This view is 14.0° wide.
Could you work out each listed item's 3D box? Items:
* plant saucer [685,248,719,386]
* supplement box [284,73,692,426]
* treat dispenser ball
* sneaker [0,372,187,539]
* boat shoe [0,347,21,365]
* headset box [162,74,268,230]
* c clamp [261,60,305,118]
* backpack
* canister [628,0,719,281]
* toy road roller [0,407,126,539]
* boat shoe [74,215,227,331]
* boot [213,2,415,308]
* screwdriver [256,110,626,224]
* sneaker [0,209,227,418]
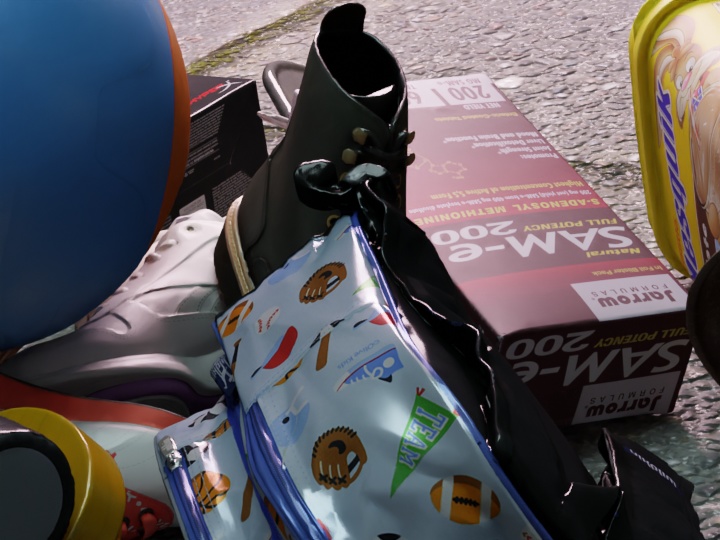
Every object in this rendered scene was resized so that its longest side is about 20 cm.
[{"bbox_3d":[0.223,0.018,1.097,0.199,0.201,0.037,1,57,26],"label":"plant saucer"},{"bbox_3d":[0.053,-0.010,1.310,0.108,0.061,0.200,-7,38,-29],"label":"supplement box"},{"bbox_3d":[-0.172,-0.065,1.241,0.199,0.202,0.201,-8,21,3],"label":"treat dispenser ball"},{"bbox_3d":[-0.135,0.104,1.209,0.200,0.109,0.067,18,-24,-11],"label":"sneaker"},{"bbox_3d":[-0.165,-0.008,1.385,0.200,0.076,0.074,-45,-3,9],"label":"boat shoe"},{"bbox_3d":[-0.171,-0.052,1.601,0.199,0.078,0.149,8,27,34],"label":"headset box"},{"bbox_3d":[0.029,-0.050,1.485,0.170,0.027,0.200,28,20,-27],"label":"c clamp"},{"bbox_3d":[0.023,0.088,1.011,0.154,0.200,0.191,-44,22,1],"label":"backpack"},{"bbox_3d":[0.185,-0.037,1.311,0.086,0.150,0.200,-11,23,-4],"label":"canister"},{"bbox_3d":[-0.159,0.142,1.080,0.123,0.146,0.201,17,71,49],"label":"toy road roller"},{"bbox_3d":[-0.070,0.009,1.424,0.072,0.060,0.200,43,45,11],"label":"boat shoe"},{"bbox_3d":[0.000,0.000,1.221,0.077,0.139,0.200,-4,45,-31],"label":"boot"},{"bbox_3d":[0.040,-0.040,1.426,0.199,0.029,0.028,14,-15,-18],"label":"screwdriver"},{"bbox_3d":[-0.087,0.028,1.324,0.199,0.075,0.100,-14,57,-32],"label":"sneaker"}]
